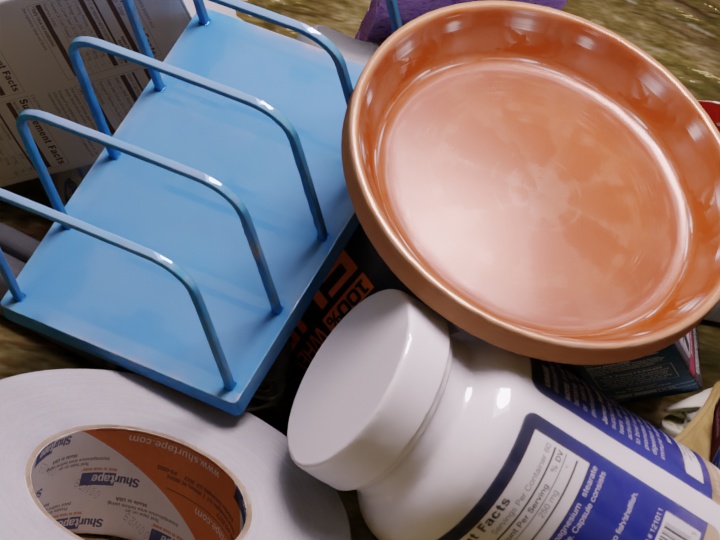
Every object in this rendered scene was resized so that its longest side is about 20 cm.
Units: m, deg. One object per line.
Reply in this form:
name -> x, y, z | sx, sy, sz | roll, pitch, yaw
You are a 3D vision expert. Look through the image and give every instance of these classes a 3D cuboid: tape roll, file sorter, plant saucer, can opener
tape roll -> -0.108, 0.127, 1.253 | 0.200, 0.066, 0.200 | 13, 29, -8
file sorter -> -0.079, -0.062, 1.316 | 0.139, 0.123, 0.200 | 21, 64, 22
plant saucer -> 0.085, -0.041, 1.290 | 0.200, 0.032, 0.200 | 10, 54, -15
can opener -> -0.124, 0.016, 1.438 | 0.200, 0.067, 0.053 | 26, 29, 16

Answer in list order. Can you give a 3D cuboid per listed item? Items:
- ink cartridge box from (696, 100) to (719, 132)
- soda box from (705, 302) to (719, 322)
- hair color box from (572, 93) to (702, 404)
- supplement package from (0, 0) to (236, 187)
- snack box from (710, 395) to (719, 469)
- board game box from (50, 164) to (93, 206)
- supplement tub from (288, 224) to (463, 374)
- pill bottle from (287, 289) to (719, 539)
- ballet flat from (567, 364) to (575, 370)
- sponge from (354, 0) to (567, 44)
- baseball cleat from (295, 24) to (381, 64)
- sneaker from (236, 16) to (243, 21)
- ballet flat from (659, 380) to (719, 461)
ink cartridge box -> 0.186, -0.049, 1.498 | 0.160, 0.047, 0.200 | 15, -8, -32
soda box -> 0.150, -0.023, 1.657 | 0.200, 0.064, 0.068 | 11, 27, -11
hair color box -> 0.130, -0.006, 1.433 | 0.060, 0.200, 0.100 | -11, 68, 14
supplement package -> -0.184, -0.155, 1.498 | 0.200, 0.151, 0.152 | -14, 54, 9
snack box -> 0.208, 0.134, 1.355 | 0.072, 0.024, 0.200 | 17, 37, -2
board game box -> -0.078, -0.042, 1.591 | 0.199, 0.041, 0.200 | 4, 31, -22
supplement tub -> 0.000, 0.000, 1.442 | 0.200, 0.123, 0.123 | 42, 33, 7
pill bottle -> 0.071, 0.098, 1.282 | 0.200, 0.116, 0.116 | 33, 22, -22
ballet flat -> 0.098, 0.006, 1.571 | 0.200, 0.064, 0.067 | 48, 38, 4
sponge -> 0.060, -0.159, 1.741 | 0.111, 0.030, 0.200 | 6, -15, -7
baseball cleat -> 0.060, -0.122, 1.714 | 0.200, 0.107, 0.070 | 30, 19, -6
sneaker -> -0.072, -0.092, 1.561 | 0.200, 0.076, 0.105 | 18, 29, 0
ballet flat -> 0.179, 0.098, 1.462 | 0.063, 0.069, 0.200 | 13, 24, 23
